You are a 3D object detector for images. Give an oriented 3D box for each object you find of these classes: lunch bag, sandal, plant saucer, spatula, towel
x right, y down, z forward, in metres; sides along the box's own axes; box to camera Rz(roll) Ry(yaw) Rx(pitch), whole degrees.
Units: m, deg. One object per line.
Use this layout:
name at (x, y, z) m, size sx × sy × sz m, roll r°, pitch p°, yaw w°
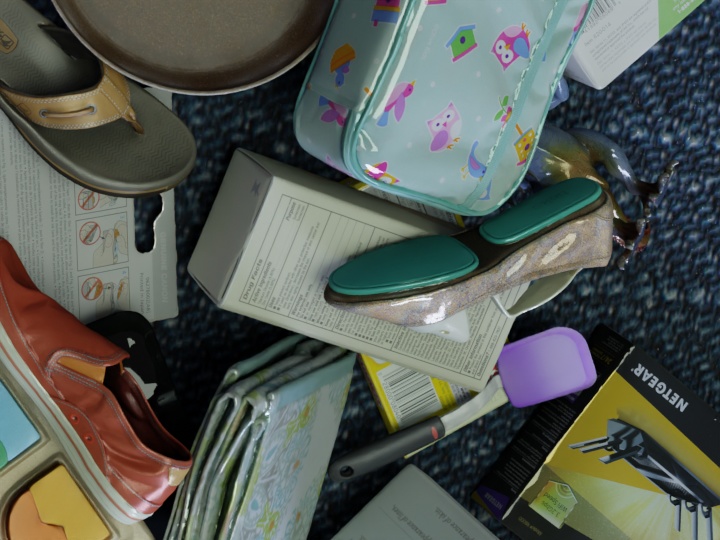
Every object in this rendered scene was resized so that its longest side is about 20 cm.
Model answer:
lunch bag at (0.061, -0.140, 1.585) m, size 0.160 × 0.077 × 0.201 m, roll 18°, pitch 99°, yaw -41°
sandal at (-0.180, -0.119, 1.560) m, size 0.200 × 0.055 × 0.082 m, roll 44°, pitch 58°, yaw -12°
plant saucer at (-0.103, -0.203, 1.573) m, size 0.199 × 0.032 × 0.201 m, roll 2°, pitch 81°, yaw -14°
spatula at (0.067, 0.096, 1.755) m, size 0.199 × 0.021 × 0.057 m, roll -26°, pitch 122°, yaw -12°
towel at (-0.067, 0.133, 1.661) m, size 0.048 × 0.200 × 0.172 m, roll 21°, pitch 103°, yaw 15°

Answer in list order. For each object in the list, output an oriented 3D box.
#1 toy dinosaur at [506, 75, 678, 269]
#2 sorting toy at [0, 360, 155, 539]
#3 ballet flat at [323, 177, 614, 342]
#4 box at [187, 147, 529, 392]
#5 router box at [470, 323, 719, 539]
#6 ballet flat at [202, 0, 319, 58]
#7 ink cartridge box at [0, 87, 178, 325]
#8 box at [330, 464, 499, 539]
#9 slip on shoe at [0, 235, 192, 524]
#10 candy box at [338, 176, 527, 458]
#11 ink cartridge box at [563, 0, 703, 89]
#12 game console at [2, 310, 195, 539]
toy dinosaur at (0.110, -0.068, 1.720) m, size 0.181 × 0.200 × 0.105 m, roll 25°, pitch 68°, yaw 9°
sorting toy at (-0.245, 0.152, 1.565) m, size 0.185 × 0.036 × 0.200 m, roll -37°, pitch 100°, yaw -14°
ballet flat at (0.074, 0.006, 1.616) m, size 0.199 × 0.068 × 0.067 m, roll -19°, pitch 119°, yaw -14°
box at (0.000, 0.000, 1.664) m, size 0.199 × 0.078 × 0.095 m, roll 20°, pitch 99°, yaw -26°
router box at (0.200, 0.158, 1.845) m, size 0.200 × 0.052 × 0.157 m, roll 37°, pitch 90°, yaw -28°
ballet flat at (-0.023, -0.163, 1.643) m, size 0.199 × 0.073 × 0.073 m, roll -2°, pitch 107°, yaw -17°
ink cartridge box at (-0.212, -0.032, 1.616) m, size 0.199 × 0.050 × 0.162 m, roll -13°, pitch 112°, yaw -35°
box at (0.081, 0.269, 1.731) m, size 0.131 × 0.200 × 0.199 m, roll -44°, pitch 128°, yaw -5°
slip on shoe at (-0.171, 0.057, 1.562) m, size 0.061 × 0.074 × 0.200 m, roll -34°, pitch 90°, yaw 14°
candy box at (0.036, 0.020, 1.743) m, size 0.102 × 0.026 × 0.201 m, roll -29°, pitch 116°, yaw -14°
ink cartridge box at (0.134, -0.233, 1.683) m, size 0.117 × 0.067 × 0.200 m, roll -40°, pitch 119°, yaw -7°
game console at (-0.210, 0.138, 1.656) m, size 0.199 × 0.116 × 0.177 m, roll -22°, pitch 95°, yaw -17°
